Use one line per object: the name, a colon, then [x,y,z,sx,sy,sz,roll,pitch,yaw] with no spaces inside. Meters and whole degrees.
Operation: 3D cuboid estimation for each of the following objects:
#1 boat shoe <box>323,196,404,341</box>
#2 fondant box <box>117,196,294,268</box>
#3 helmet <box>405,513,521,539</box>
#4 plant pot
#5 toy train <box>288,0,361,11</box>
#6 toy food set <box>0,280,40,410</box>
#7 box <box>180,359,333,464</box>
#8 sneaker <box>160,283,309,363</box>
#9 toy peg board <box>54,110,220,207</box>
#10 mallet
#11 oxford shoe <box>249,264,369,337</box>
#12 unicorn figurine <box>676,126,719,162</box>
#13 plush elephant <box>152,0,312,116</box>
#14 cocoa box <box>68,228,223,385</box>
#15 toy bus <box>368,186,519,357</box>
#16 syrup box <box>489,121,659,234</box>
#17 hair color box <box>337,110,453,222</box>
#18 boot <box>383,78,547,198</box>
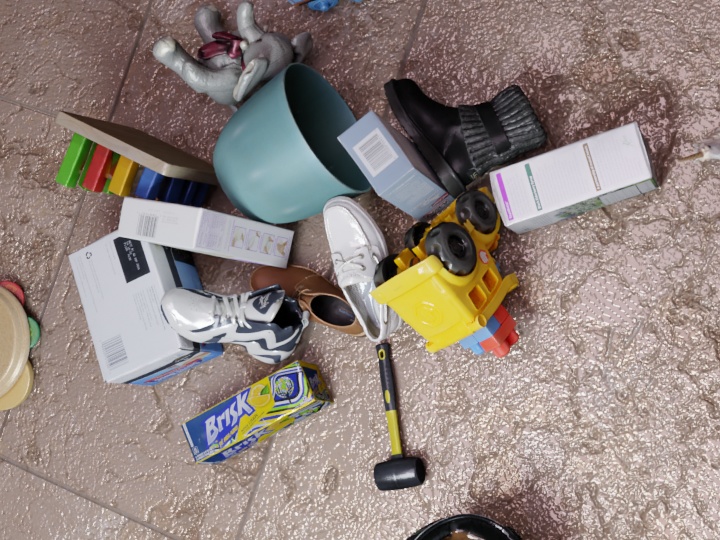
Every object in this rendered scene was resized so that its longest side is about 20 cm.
boat shoe: [0.000,0.000,1.632,0.071,0.069,0.200,-18,104,31]
fondant box: [-0.209,-0.051,1.695,0.144,0.200,0.058,10,89,35]
helmet: [0.116,0.404,1.533,0.200,0.191,0.200,3,57,-5]
plant pot: [-0.102,-0.156,1.696,0.161,0.201,0.201,-30,73,24]
toy train: [-0.022,-0.430,1.740,0.200,0.114,0.087,-15,78,18]
toy food set: [-0.585,0.111,1.908,0.200,0.049,0.198,5,84,21]
box: [-0.145,0.199,1.721,0.200,0.070,0.064,-30,71,14]
sneaker: [-0.159,0.051,1.670,0.130,0.199,0.080,-45,25,45]
toy peg board: [-0.315,-0.135,1.766,0.199,0.200,0.098,26,99,21]
mallet: [0.034,0.200,1.677,0.066,0.041,0.200,-21,71,19]
oxford shoe: [-0.074,0.035,1.719,0.200,0.071,0.071,19,91,23]
unicorn figurine: [0.503,-0.186,1.543,0.137,0.074,0.200,20,75,31]
plush elephant: [-0.164,-0.305,1.750,0.155,0.165,0.200,-31,97,37]
cocoa box: [-0.305,0.049,1.768,0.133,0.131,0.200,-24,75,16]
toy bus: [0.139,0.016,1.604,0.192,0.200,0.136,48,135,-8]
syrup box: [0.277,-0.117,1.605,0.200,0.079,0.082,-18,77,17]
hair color box: [0.051,-0.133,1.625,0.061,0.200,0.099,-38,72,11]
boot: [0.141,-0.212,1.668,0.158,0.079,0.211,-36,65,7]
